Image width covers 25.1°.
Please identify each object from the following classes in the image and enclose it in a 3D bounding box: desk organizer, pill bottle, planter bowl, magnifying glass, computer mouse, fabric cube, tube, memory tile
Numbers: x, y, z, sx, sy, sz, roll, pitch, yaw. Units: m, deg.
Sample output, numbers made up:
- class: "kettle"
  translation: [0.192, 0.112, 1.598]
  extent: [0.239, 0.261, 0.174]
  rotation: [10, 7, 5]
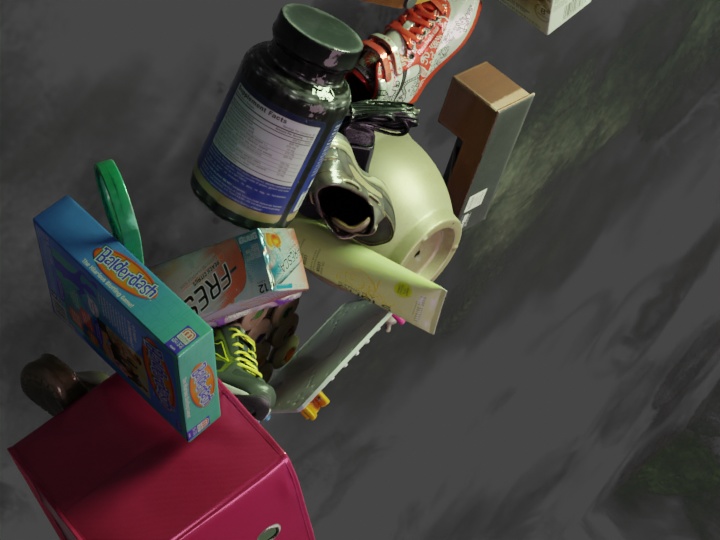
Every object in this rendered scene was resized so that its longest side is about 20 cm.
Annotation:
- class: "desk organizer"
  translation: [0.132, -0.146, 1.954]
  extent: [0.072, 0.077, 0.201]
  rotation: [-28, 149, -40]
- class: "pill bottle"
  translation: [-0.076, -0.145, 1.532]
  extent: [0.112, 0.112, 0.201]
  rotation: [-14, 138, -54]
- class: "planter bowl"
  translation: [0.031, -0.049, 1.846]
  extent: [0.200, 0.135, 0.201]
  rotation: [-40, 156, -23]
- class: "magnifying glass"
  translation: [-0.211, -0.014, 1.484]
  extent: [0.022, 0.080, 0.201]
  rotation: [-19, 131, -14]
- class: "computer mouse"
  translation: [-0.024, -0.125, 1.691]
  extent: [0.137, 0.053, 0.200]
  rotation: [-1, 150, -15]
- class: "fabric cube"
  translation: [-0.187, 0.224, 1.570]
  extent: [0.199, 0.200, 0.197]
  rotation: [-35, 146, -18]
- class: "tube"
  translation: [0.000, 0.000, 1.748]
  extent: [0.052, 0.199, 0.058]
  rotation: [-62, 170, 3]
- class: "memory tile"
  translation: [-0.123, 0.090, 1.911]
  extent: [0.153, 0.017, 0.201]
  rotation: [-44, 157, -27]

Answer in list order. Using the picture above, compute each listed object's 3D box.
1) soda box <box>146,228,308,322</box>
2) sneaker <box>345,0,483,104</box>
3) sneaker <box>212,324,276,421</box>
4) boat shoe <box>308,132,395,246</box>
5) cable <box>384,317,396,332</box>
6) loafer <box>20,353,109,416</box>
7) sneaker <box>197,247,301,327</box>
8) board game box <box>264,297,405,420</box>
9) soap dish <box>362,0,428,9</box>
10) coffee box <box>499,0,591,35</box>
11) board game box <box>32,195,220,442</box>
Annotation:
- class: "soda box"
  translation: [-0.152, 0.016, 1.567]
  extent: [0.199, 0.064, 0.068]
  rotation: [-19, 172, 30]
- class: "sneaker"
  translation: [0.050, -0.239, 1.677]
  extent: [0.202, 0.067, 0.108]
  rotation: [-56, 159, 19]
- class: "sneaker"
  translation: [-0.143, 0.098, 1.717]
  extent: [0.074, 0.200, 0.085]
  rotation: [38, 80, -32]
- class: "boat shoe"
  translation: [-0.016, -0.066, 1.667]
  extent: [0.074, 0.074, 0.200]
  rotation: [-18, 149, 17]
- class: "cable"
  translation: [0.050, -0.003, 2.056]
  extent: [0.097, 0.050, 0.201]
  rotation: [-35, 154, -33]
- class: "loafer"
  translation: [-0.280, 0.129, 1.633]
  extent: [0.068, 0.076, 0.200]
  rotation: [-56, 156, -17]
- class: "sneaker"
  translation: [-0.139, 0.022, 1.727]
  extent: [0.088, 0.081, 0.200]
  rotation: [-44, 164, 22]
- class: "board game box"
  translation: [-0.037, 0.106, 1.936]
  extent: [0.200, 0.026, 0.200]
  rotation: [-46, -168, -21]
- class: "soap dish"
  translation: [0.080, -0.349, 1.545]
  extent: [0.157, 0.081, 0.201]
  rotation: [-24, 147, -46]
- class: "coffee box"
  translation: [0.189, -0.362, 1.686]
  extent: [0.080, 0.113, 0.201]
  rotation: [-39, 154, -24]
- class: "board game box"
  translation: [-0.210, 0.045, 1.464]
  extent: [0.045, 0.200, 0.153]
  rotation: [-38, 155, -25]
